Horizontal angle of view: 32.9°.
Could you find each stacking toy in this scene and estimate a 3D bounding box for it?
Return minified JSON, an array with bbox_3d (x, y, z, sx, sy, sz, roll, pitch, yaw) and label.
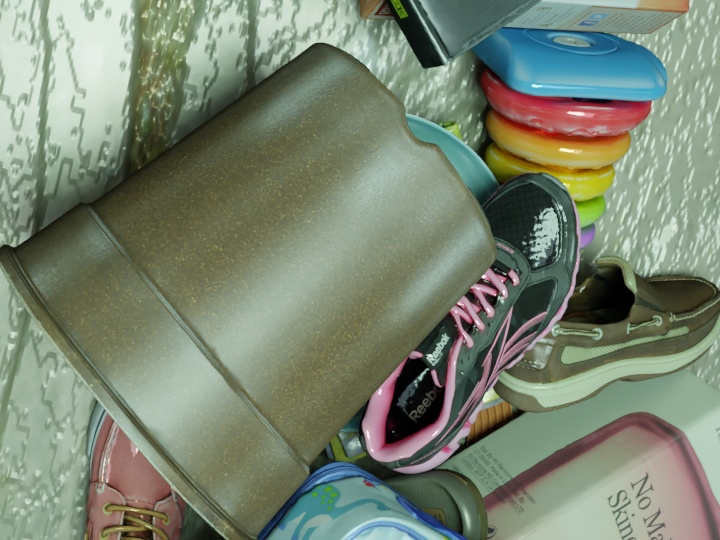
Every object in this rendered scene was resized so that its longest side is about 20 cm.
[{"bbox_3d":[0.121,-0.050,0.792,0.108,0.116,0.203,1,114,-13],"label":"stacking toy"}]

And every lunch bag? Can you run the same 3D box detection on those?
[{"bbox_3d":[0.011,0.210,0.675,0.199,0.082,0.162,38,89,-34],"label":"lunch bag"}]

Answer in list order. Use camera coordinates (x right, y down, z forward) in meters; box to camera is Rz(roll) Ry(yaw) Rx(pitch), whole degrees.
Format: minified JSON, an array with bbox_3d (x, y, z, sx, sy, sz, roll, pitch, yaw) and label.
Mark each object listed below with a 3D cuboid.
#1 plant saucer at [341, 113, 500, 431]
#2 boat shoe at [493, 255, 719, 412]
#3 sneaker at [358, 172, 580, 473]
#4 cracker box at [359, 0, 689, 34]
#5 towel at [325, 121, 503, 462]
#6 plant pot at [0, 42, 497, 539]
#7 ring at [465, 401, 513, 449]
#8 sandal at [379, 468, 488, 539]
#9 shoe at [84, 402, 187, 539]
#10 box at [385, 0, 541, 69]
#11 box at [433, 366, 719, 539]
[{"bbox_3d":[0.000,0.000,0.751,0.197,0.027,0.204,-4,107,-12],"label":"plant saucer"},{"bbox_3d":[0.173,0.029,0.801,0.200,0.074,0.076,-19,123,-37],"label":"boat shoe"},{"bbox_3d":[0.060,0.033,0.702,0.078,0.095,0.202,31,97,16],"label":"sneaker"},{"bbox_3d":[0.097,-0.220,0.740,0.196,0.058,0.137,-1,85,-15],"label":"cracker box"},{"bbox_3d":[0.021,0.017,0.786,0.141,0.023,0.203,-16,110,-7],"label":"towel"},{"bbox_3d":[-0.047,0.004,0.634,0.198,0.200,0.201,-40,110,-7],"label":"plant pot"},{"bbox_3d":[0.015,0.120,0.838,0.197,0.019,0.204,-3,104,-14],"label":"ring"},{"bbox_3d":[-0.012,0.176,0.769,0.198,0.054,0.083,-18,85,32],"label":"sandal"},{"bbox_3d":[-0.139,0.169,0.768,0.070,0.091,0.204,4,102,-16],"label":"shoe"},{"bbox_3d":[0.071,-0.246,0.668,0.199,0.047,0.195,-34,101,-10],"label":"box"},{"bbox_3d":[0.158,0.164,0.828,0.198,0.109,0.129,-29,116,-10],"label":"box"}]
